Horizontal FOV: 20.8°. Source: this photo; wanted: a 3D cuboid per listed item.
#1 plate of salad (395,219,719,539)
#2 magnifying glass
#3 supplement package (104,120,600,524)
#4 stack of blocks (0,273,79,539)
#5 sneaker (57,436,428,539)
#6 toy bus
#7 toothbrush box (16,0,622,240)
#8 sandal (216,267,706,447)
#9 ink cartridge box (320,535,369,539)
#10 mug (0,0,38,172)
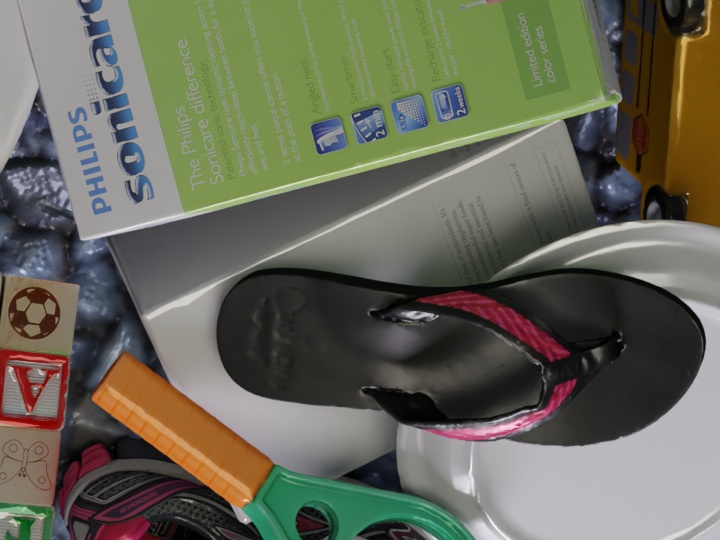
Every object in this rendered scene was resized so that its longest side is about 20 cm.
[{"bbox_3d":[0.111,0.061,0.863,0.199,0.048,0.201,-6,121,-10],"label":"plate of salad"},{"bbox_3d":[-0.026,0.102,0.824,0.200,0.022,0.080,37,61,-7],"label":"magnifying glass"},{"bbox_3d":[0.000,0.000,0.897,0.200,0.120,0.121,-25,119,-6],"label":"supplement package"},{"bbox_3d":[-0.173,0.066,0.825,0.058,0.200,0.116,7,82,-20],"label":"stack of blocks"},{"bbox_3d":[-0.051,0.144,0.968,0.199,0.075,0.081,12,108,-22],"label":"sneaker"},{"bbox_3d":[0.163,-0.099,0.928,0.065,0.078,0.201,-6,114,-16],"label":"toy bus"},{"bbox_3d":[-0.018,-0.106,0.722,0.199,0.086,0.146,-15,91,11],"label":"toothbrush box"},{"bbox_3d":[0.038,0.037,0.790,0.199,0.045,0.075,3,105,6],"label":"sandal"},{"bbox_3d":[-0.043,0.210,0.931,0.200,0.085,0.146,-28,151,20],"label":"ink cartridge box"},{"bbox_3d":[-0.245,-0.081,0.736,0.175,0.200,0.148,26,133,14],"label":"mug"}]
